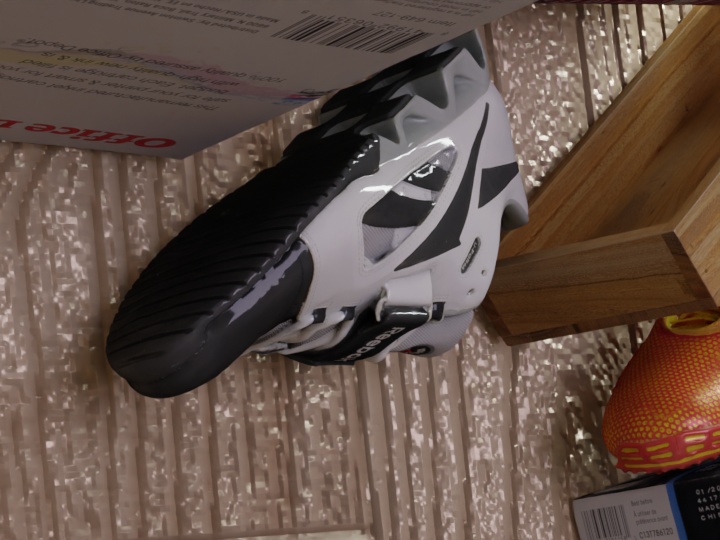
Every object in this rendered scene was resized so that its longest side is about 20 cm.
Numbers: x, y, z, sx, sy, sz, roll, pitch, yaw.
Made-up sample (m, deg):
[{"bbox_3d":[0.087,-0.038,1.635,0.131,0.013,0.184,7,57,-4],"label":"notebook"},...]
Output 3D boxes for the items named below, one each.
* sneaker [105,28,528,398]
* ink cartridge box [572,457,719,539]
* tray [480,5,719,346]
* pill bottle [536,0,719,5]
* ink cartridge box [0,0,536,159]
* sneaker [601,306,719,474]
[{"bbox_3d":[0.000,0.000,0.825,0.200,0.074,0.089,-42,111,-43],"label":"sneaker"},{"bbox_3d":[0.181,0.072,0.947,0.199,0.099,0.039,-13,86,-42],"label":"ink cartridge box"},{"bbox_3d":[0.130,-0.050,0.929,0.200,0.098,0.037,-49,114,-38],"label":"tray"},{"bbox_3d":[0.078,-0.150,0.907,0.199,0.109,0.110,-5,82,-41],"label":"pill bottle"},{"bbox_3d":[-0.061,-0.129,0.723,0.147,0.200,0.146,5,74,-39],"label":"ink cartridge box"},{"bbox_3d":[0.135,0.008,0.940,0.200,0.073,0.077,-48,124,-49],"label":"sneaker"}]
